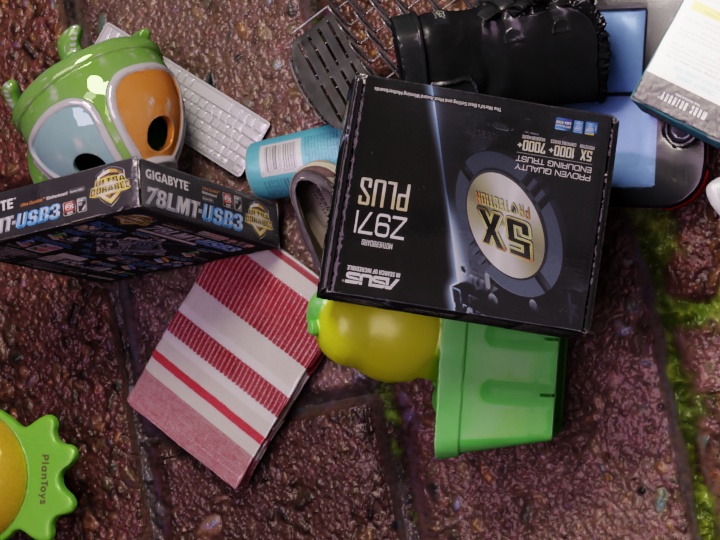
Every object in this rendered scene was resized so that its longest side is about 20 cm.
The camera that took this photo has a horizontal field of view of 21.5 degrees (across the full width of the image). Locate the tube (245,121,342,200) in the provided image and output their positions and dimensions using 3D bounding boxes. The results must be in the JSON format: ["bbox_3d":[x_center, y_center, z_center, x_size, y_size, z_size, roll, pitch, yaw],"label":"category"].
[{"bbox_3d":[0.001,-0.100,1.611,0.200,0.050,0.077,-8,104,22],"label":"tube"}]

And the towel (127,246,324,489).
[{"bbox_3d":[-0.108,0.072,1.671,0.144,0.023,0.200,36,102,24],"label":"towel"}]

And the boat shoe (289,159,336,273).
[{"bbox_3d":[0.000,0.000,1.577,0.072,0.065,0.200,-30,91,18],"label":"boat shoe"}]

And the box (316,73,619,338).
[{"bbox_3d":[0.077,-0.045,1.411,0.200,0.086,0.164,10,85,-4],"label":"box"}]

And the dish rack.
[{"bbox_3d":[0.024,-0.212,1.558,0.200,0.055,0.153,-37,44,10],"label":"dish rack"}]

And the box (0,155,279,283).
[{"bbox_3d":[-0.204,-0.038,1.611,0.198,0.200,0.050,-13,75,31],"label":"box"}]

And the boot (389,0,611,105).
[{"bbox_3d":[0.115,-0.137,1.498,0.162,0.073,0.198,-11,125,-2],"label":"boot"}]

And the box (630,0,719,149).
[{"bbox_3d":[0.292,-0.197,1.452,0.082,0.049,0.200,29,93,20],"label":"box"}]

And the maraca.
[{"bbox_3d":[-0.342,0.188,1.731,0.200,0.107,0.137,-2,87,25],"label":"maraca"}]

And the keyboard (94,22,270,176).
[{"bbox_3d":[-0.169,-0.155,1.713,0.200,0.011,0.056,33,102,23],"label":"keyboard"}]

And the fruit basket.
[{"bbox_3d":[0.063,0.047,1.512,0.215,0.156,0.216,0,89,11],"label":"fruit basket"}]

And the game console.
[{"bbox_3d":[0.186,-0.137,1.530,0.200,0.031,0.177,2,89,25],"label":"game console"}]

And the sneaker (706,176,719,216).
[{"bbox_3d":[0.320,-0.094,1.438,0.115,0.075,0.200,-8,88,23],"label":"sneaker"}]

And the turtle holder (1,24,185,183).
[{"bbox_3d":[-0.237,-0.119,1.659,0.185,0.141,0.132,-31,77,12],"label":"turtle holder"}]
